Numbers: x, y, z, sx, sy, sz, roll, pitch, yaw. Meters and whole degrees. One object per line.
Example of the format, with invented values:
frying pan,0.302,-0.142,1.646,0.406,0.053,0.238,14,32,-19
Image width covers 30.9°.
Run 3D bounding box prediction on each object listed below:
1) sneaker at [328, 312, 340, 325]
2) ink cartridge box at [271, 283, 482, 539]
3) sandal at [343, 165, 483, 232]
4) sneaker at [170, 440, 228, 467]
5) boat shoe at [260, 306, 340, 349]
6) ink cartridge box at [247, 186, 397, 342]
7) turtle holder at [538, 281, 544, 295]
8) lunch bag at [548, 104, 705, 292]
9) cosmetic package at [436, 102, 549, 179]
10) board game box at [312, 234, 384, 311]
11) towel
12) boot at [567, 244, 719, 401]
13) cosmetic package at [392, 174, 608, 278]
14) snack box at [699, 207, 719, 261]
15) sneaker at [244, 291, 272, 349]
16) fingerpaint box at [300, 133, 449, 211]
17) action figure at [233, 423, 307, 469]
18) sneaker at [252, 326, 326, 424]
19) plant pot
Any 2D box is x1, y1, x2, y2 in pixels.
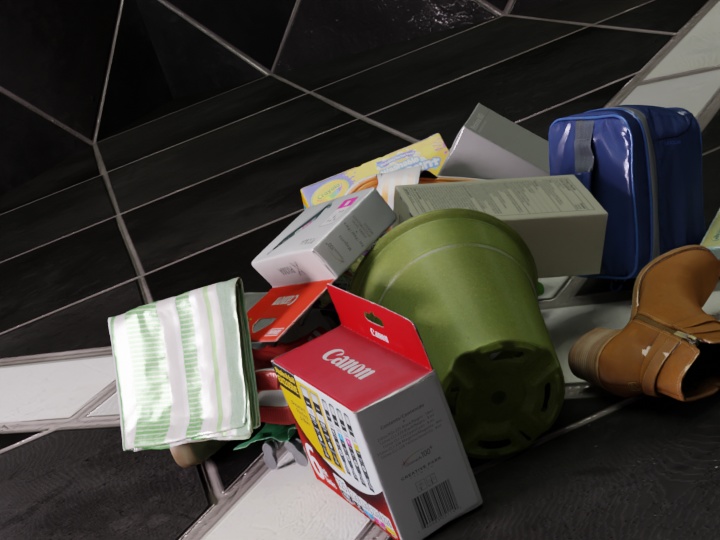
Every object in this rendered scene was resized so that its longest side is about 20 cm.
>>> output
sneaker,0.022,0.057,1.520,0.199,0.074,0.082,-34,34,-19
ink cartridge box,0.002,0.120,1.144,0.083,0.177,0.200,-26,18,-18
sandal,0.077,-0.088,1.535,0.204,0.080,0.059,-4,-16,1
sneaker,-0.139,0.141,1.416,0.089,0.068,0.200,-20,13,17
boat shoe,-0.053,0.072,1.428,0.065,0.072,0.201,0,37,25
ink cartridge box,-0.068,-0.002,1.314,0.174,0.044,0.200,-44,13,-19
turtle holder,0.125,0.006,1.462,0.131,0.141,0.187,-31,42,29
lunch bag,0.281,-0.077,1.415,0.131,0.203,0.135,-9,7,-33
cosmetic package,0.203,-0.114,1.605,0.091,0.199,0.107,-60,0,28
board game box,0.000,0.000,1.440,0.119,0.033,0.200,4,21,-6
towel,-0.181,0.101,1.306,0.199,0.154,0.023,-15,-10,41
boot,0.301,0.048,1.193,0.199,0.077,0.155,-31,18,-24
cosmetic package,0.139,-0.042,1.327,0.198,0.074,0.104,-3,28,-12
snack box,0.447,-0.056,1.416,0.115,0.037,0.200,-9,20,32
sneaker,-0.132,0.080,1.535,0.116,0.074,0.199,-46,-15,30
fingerpaint box,0.031,-0.075,1.730,0.198,0.074,0.167,-22,-27,-8
action figure,-0.033,0.131,1.355,0.117,0.055,0.200,-9,24,37
sneaker,-0.099,0.107,1.336,0.198,0.079,0.115,7,24,39
plant pot,0.102,0.073,1.209,0.198,0.202,0.190,-21,30,-3
